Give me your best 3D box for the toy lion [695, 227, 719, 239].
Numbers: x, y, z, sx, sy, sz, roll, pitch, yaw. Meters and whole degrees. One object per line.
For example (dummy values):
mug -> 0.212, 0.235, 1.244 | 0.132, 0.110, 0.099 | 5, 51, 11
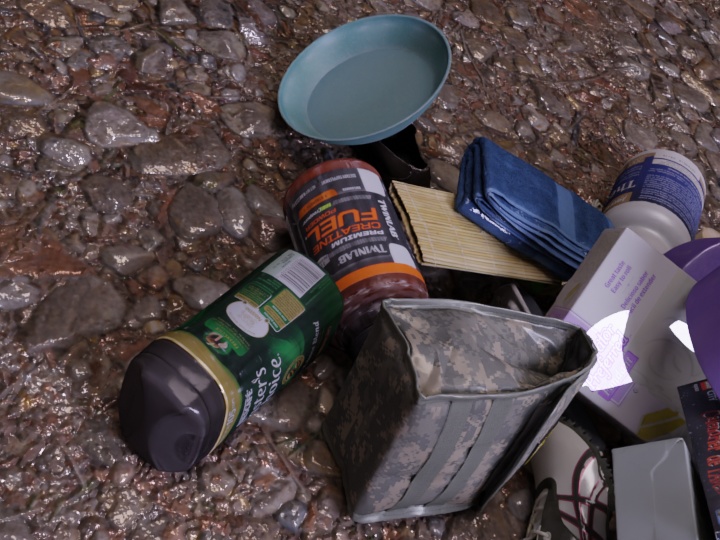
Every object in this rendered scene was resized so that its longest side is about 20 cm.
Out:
toy lion -> 0.447, 0.058, 1.134 | 0.191, 0.069, 0.200 | 40, 43, -3

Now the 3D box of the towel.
towel -> 0.190, -0.057, 0.988 | 0.198, 0.049, 0.113 | 29, 41, -18

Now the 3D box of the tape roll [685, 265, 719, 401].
tape roll -> 0.374, 0.068, 0.801 | 0.198, 0.085, 0.202 | 23, 44, -25

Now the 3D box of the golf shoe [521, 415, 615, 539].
golf shoe -> 0.176, 0.214, 0.824 | 0.087, 0.078, 0.202 | 1, 51, -22

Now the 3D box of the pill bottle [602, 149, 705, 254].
pill bottle -> 0.336, -0.049, 1.123 | 0.110, 0.111, 0.200 | 33, 43, 2

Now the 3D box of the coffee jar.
coffee jar -> -0.103, 0.071, 0.772 | 0.085, 0.105, 0.200 | 39, 44, 12

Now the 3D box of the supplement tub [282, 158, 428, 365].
supplement tub -> 0.000, 0.000, 0.892 | 0.106, 0.107, 0.202 | 0, 51, -29

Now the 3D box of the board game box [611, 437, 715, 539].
board game box -> 0.256, 0.255, 0.753 | 0.201, 0.063, 0.149 | 59, 29, -32

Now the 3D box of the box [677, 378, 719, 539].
box -> 0.300, 0.194, 0.759 | 0.200, 0.037, 0.138 | -66, 134, -65

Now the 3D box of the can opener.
can opener -> 0.189, 0.099, 0.949 | 0.066, 0.054, 0.202 | -5, 56, -32

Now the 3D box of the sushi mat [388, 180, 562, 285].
sushi mat -> 0.118, -0.035, 0.955 | 0.198, 0.012, 0.097 | 8, 50, -38

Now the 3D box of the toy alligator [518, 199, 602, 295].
toy alligator -> 0.216, -0.030, 1.084 | 0.054, 0.060, 0.200 | 4, 31, 33

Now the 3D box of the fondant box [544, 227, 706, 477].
fondant box -> 0.269, 0.078, 0.883 | 0.199, 0.058, 0.145 | 37, 87, -5

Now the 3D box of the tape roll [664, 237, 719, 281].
tape roll -> 0.377, 0.067, 0.973 | 0.197, 0.085, 0.204 | 0, 91, -7

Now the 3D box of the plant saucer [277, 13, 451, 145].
plant saucer -> 0.007, -0.202, 1.051 | 0.197, 0.036, 0.202 | -11, 49, 12

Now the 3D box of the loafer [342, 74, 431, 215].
loafer -> 0.032, -0.156, 1.077 | 0.072, 0.072, 0.201 | -8, 56, -34

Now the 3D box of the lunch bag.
lunch bag -> 0.090, 0.117, 0.795 | 0.197, 0.165, 0.118 | 2, 45, -27
